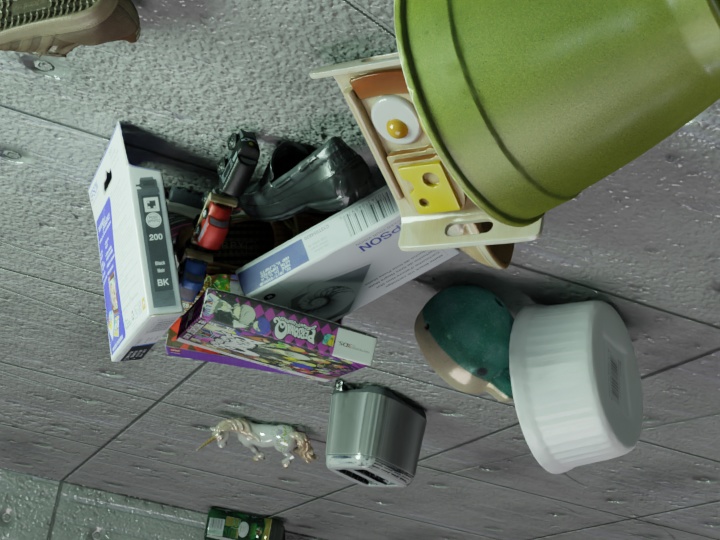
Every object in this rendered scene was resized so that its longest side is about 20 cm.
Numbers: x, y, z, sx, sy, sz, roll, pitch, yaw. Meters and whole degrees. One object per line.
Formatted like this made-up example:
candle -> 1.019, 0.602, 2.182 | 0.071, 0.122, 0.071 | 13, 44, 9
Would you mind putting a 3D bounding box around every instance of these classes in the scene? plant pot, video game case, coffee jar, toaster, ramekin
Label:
plant pot -> 0.157, -0.155, 0.854 | 0.192, 0.202, 0.200 | -21, 146, 32
video game case -> -0.093, 0.071, 1.357 | 0.180, 0.036, 0.200 | 16, 167, -13
coffee jar -> -0.284, 0.649, 3.201 | 0.198, 0.086, 0.104 | 10, 156, 0
toaster -> 0.019, 0.261, 2.025 | 0.113, 0.130, 0.200 | -6, 154, 33
ramekin -> 0.257, 0.130, 1.509 | 0.097, 0.202, 0.200 | -13, 151, 28

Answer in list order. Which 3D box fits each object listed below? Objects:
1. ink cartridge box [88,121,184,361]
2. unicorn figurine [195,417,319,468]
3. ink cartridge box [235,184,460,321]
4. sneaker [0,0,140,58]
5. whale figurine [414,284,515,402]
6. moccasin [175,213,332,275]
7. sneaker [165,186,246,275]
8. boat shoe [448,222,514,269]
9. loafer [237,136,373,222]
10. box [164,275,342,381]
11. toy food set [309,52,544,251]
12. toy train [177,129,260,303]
ink cartridge box -> -0.235, -0.025, 1.333 | 0.043, 0.202, 0.198 | -6, 166, -23
unicorn figurine -> -0.181, 0.303, 2.315 | 0.198, 0.074, 0.138 | -8, 147, 5
ink cartridge box -> 0.000, 0.000, 1.354 | 0.198, 0.041, 0.200 | -29, 153, 15
sneaker -> -0.273, -0.197, 1.056 | 0.198, 0.071, 0.076 | 1, 159, 22
whale figurine -> 0.160, 0.085, 1.536 | 0.199, 0.160, 0.104 | 22, 118, -32
moccasin -> -0.094, -0.031, 1.363 | 0.199, 0.074, 0.078 | 3, 177, -16
sneaker -> -0.145, -0.028, 1.429 | 0.198, 0.075, 0.081 | 13, 159, -12
boat shoe -> 0.087, -0.067, 1.248 | 0.069, 0.074, 0.200 | -2, 147, 33
loafer -> -0.062, -0.093, 1.260 | 0.200, 0.068, 0.071 | -6, 117, 55
box -> -0.119, 0.045, 1.517 | 0.198, 0.138, 0.039 | 9, 160, -1
toy food set -> 0.058, -0.100, 1.100 | 0.142, 0.061, 0.201 | -5, 129, 31
toy train -> -0.145, -0.045, 1.275 | 0.034, 0.046, 0.201 | 13, 120, -27
